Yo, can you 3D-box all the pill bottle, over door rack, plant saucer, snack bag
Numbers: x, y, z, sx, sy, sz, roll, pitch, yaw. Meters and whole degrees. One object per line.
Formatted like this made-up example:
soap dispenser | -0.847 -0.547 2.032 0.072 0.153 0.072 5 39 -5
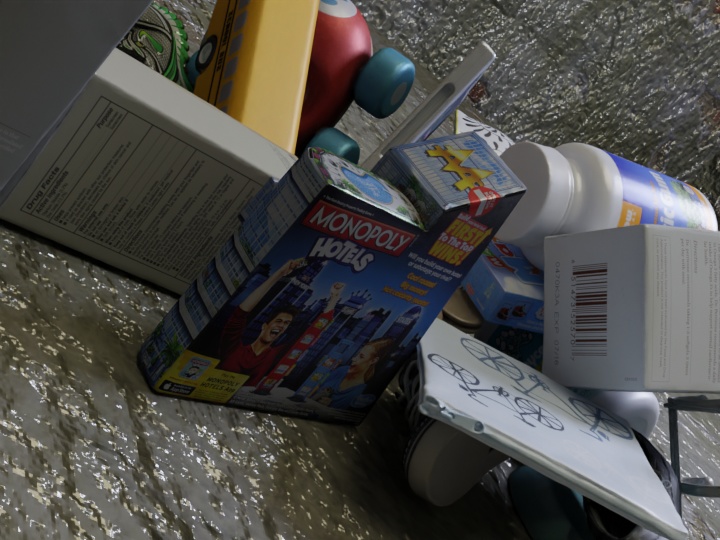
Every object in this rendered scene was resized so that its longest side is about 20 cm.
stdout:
pill bottle | 0.203 -0.044 0.937 0.197 0.113 0.113 14 28 -34
pill bottle | 0.177 0.089 1.020 0.110 0.111 0.201 23 23 -49
over door rack | 0.281 0.172 0.817 0.065 0.151 0.200 -2 -4 2
plant saucer | 0.200 0.225 0.867 0.199 0.027 0.201 40 15 -13
snack bag | 0.115 0.099 0.710 0.186 0.022 0.200 29 12 -5

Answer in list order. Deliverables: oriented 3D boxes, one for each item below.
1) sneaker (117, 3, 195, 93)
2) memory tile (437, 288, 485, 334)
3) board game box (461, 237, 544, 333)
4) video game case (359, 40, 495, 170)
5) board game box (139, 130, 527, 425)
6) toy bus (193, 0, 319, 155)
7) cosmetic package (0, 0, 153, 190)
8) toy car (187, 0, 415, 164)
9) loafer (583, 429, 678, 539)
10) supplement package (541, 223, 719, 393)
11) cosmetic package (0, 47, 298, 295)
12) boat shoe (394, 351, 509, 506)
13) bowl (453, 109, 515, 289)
sneaker | -0.182 -0.168 0.884 0.085 0.078 0.201 25 23 -44
memory tile | 0.000 0.000 0.880 0.197 0.017 0.154 2 38 -39
board game box | 0.158 0.001 0.980 0.197 0.037 0.152 12 32 -35
video game case | 0.044 -0.122 1.027 0.023 0.182 0.200 44 -3 -1
board game box | -0.007 -0.006 0.645 0.199 0.200 0.062 21 25 -54
toy bus | -0.085 -0.125 0.821 0.065 0.078 0.203 25 60 -35
cosmetic package | -0.184 -0.134 0.546 0.090 0.201 0.107 23 23 -50
toy car | -0.075 -0.189 0.959 0.183 0.178 0.200 36 -1 16
loafer | 0.198 0.164 0.808 0.071 0.067 0.201 55 15 -15
supplement package | 0.249 0.034 0.837 0.197 0.119 0.117 5 -7 -29
cosmetic package | -0.122 -0.054 0.675 0.199 0.104 0.073 29 18 -44
boat shoe | 0.053 0.104 0.778 0.092 0.076 0.199 27 11 23
bowl | 0.138 -0.063 1.136 0.092 0.205 0.201 2 16 4
